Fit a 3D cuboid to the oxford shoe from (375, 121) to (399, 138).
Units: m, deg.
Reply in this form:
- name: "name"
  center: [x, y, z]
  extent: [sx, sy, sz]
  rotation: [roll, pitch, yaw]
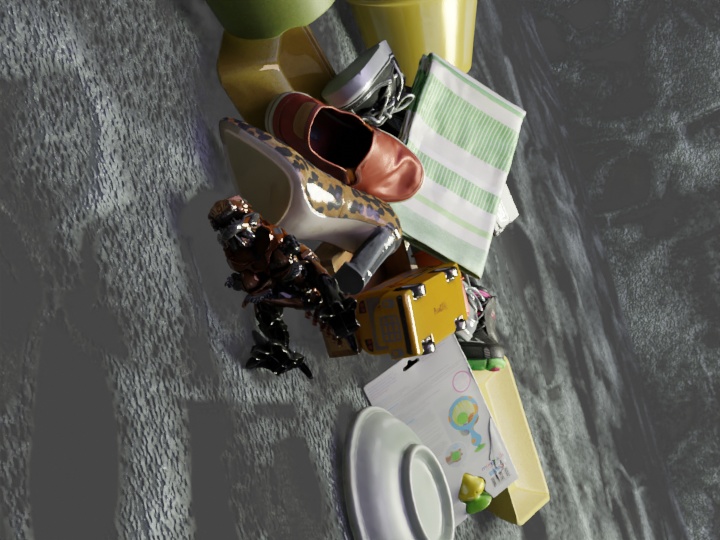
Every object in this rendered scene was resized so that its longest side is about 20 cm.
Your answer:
- name: "oxford shoe"
  center: [0.022, -0.119, 1.477]
  extent: [0.071, 0.072, 0.201]
  rotation: [-64, 133, -67]

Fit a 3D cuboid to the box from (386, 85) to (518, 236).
- name: "box"
  center: [0.084, -0.138, 1.521]
  extent: [0.200, 0.044, 0.161]
  rotation: [29, -26, 48]

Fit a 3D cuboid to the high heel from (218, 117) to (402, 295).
- name: "high heel"
  center: [-0.045, -0.079, 1.199]
  extent: [0.200, 0.071, 0.143]
  rotation: [49, 30, -7]

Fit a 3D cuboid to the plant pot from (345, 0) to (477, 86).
- name: "plant pot"
  center: [0.072, -0.350, 1.694]
  extent: [0.201, 0.200, 0.190]
  rotation: [-75, 158, -60]

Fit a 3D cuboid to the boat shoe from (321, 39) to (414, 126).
- name: "boat shoe"
  center: [0.012, -0.184, 1.313]
  extent: [0.068, 0.073, 0.199]
  rotation: [53, 12, -9]

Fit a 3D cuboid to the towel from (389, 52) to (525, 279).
- name: "towel"
  center: [0.098, -0.112, 1.368]
  extent: [0.152, 0.023, 0.201]
  rotation: [27, 70, -30]

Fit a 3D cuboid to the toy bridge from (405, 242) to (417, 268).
- name: "toy bridge"
  center: [0.043, -0.039, 1.436]
  extent: [0.199, 0.027, 0.068]
  rotation: [25, 81, -34]

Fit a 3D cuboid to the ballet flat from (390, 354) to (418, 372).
- name: "ballet flat"
  center: [0.069, 0.098, 1.424]
  extent: [0.067, 0.068, 0.201]
  rotation: [-35, 106, -47]

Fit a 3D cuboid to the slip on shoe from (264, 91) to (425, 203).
- name: "slip on shoe"
  center: [-0.004, -0.113, 1.237]
  extent: [0.200, 0.061, 0.074]
  rotation: [26, 85, -43]

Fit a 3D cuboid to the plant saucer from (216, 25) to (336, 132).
- name: "plant saucer"
  center: [-0.067, -0.184, 1.300]
  extent: [0.200, 0.048, 0.201]
  rotation: [57, 23, -36]

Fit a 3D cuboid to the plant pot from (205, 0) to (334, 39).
- name: "plant pot"
  center: [-0.103, -0.317, 1.159]
  extent: [0.201, 0.199, 0.190]
  rotation: [-90, 164, -45]

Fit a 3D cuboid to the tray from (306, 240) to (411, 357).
- name: "tray"
  center: [0.000, 0.000, 1.308]
  extent: [0.200, 0.037, 0.099]
  rotation: [-53, 130, -62]

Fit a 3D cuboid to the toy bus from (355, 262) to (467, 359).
- name: "toy bus"
  center: [0.052, 0.038, 1.270]
  extent: [0.200, 0.078, 0.065]
  rotation: [-24, 105, -67]

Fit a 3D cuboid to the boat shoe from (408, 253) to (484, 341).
- name: "boat shoe"
  center: [0.102, 0.015, 1.516]
  extent: [0.074, 0.065, 0.202]
  rotation: [33, 17, -17]

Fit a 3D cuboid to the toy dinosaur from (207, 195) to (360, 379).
- name: "toy dinosaur"
  center: [-0.056, 0.012, 1.103]
  extent: [0.199, 0.102, 0.136]
  rotation: [20, 33, -41]

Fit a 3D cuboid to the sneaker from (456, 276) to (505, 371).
- name: "sneaker"
  center: [0.130, 0.063, 1.553]
  extent: [0.200, 0.076, 0.084]
  rotation: [-112, -153, -67]

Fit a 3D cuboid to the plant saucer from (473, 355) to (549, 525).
- name: "plant saucer"
  center: [0.172, 0.214, 1.629]
  extent: [0.200, 0.048, 0.201]
  rotation: [0, 73, -70]

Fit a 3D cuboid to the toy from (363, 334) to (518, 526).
- name: "toy"
  center: [0.081, 0.170, 1.368]
  extent: [0.201, 0.115, 0.047]
  rotation: [63, -20, -18]

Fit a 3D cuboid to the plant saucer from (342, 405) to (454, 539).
- name: "plant saucer"
  center: [0.048, 0.224, 1.237]
  extent: [0.200, 0.050, 0.201]
  rotation: [51, 30, -45]

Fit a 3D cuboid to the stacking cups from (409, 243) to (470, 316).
- name: "stacking cups"
  center: [0.069, -0.041, 1.395]
  extent: [0.060, 0.060, 0.201]
  rotation: [-10, 86, -72]
